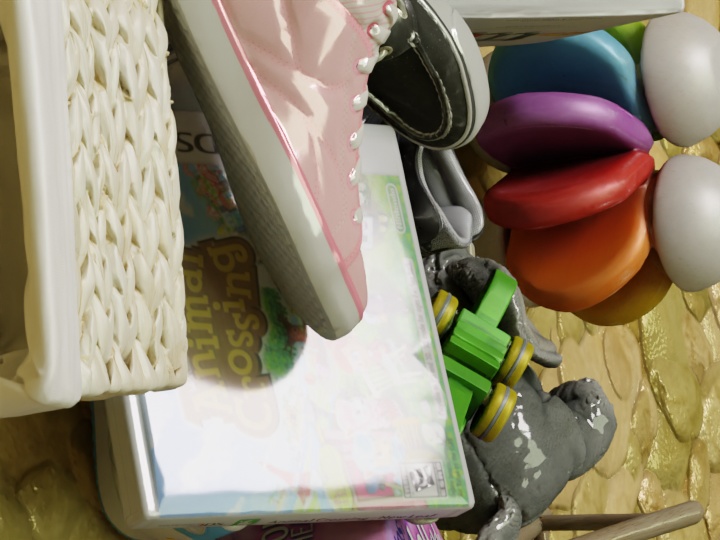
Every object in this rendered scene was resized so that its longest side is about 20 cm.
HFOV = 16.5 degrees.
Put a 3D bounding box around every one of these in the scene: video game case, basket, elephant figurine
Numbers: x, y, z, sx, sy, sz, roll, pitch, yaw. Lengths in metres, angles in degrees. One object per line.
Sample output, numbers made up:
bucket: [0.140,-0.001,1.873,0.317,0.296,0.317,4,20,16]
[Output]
video game case: [-0.042,0.020,1.156,0.182,0.022,0.200,2,68,-35]
basket: [-0.155,-0.035,1.049,0.123,0.135,0.200,4,80,-61]
elephant figurine: [0.046,0.041,1.391,0.141,0.155,0.200,-30,104,-29]

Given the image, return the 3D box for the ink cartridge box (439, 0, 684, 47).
ink cartridge box: [0.068,-0.199,1.341,0.144,0.200,0.146,-3,92,-18]

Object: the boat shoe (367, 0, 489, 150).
boat shoe: [-0.010,-0.126,1.201,0.200,0.071,0.064,51,37,-24]

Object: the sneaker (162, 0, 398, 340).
sneaker: [-0.016,-0.075,1.120,0.105,0.075,0.200,-26,100,-16]

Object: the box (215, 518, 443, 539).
box: [0.011,0.206,1.229,0.176,0.097,0.200,-93,157,-67]

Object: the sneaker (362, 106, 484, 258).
sneaker: [0.000,0.000,1.297,0.075,0.114,0.200,-1,97,-64]

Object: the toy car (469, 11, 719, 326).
toy car: [0.130,-0.068,1.494,0.150,0.175,0.200,7,77,-57]

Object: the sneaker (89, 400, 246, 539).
sneaker: [-0.095,0.031,1.173,0.076,0.081,0.200,-23,102,-38]

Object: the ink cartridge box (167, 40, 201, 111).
ink cartridge box: [-0.097,-0.154,1.210,0.200,0.083,0.147,34,50,-49]

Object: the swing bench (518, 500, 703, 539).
swing bench: [0.119,0.253,1.452,0.200,0.130,0.199,-15,97,-54]

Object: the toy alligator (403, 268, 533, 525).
toy alligator: [0.040,0.073,1.264,0.059,0.054,0.200,30,41,-4]
